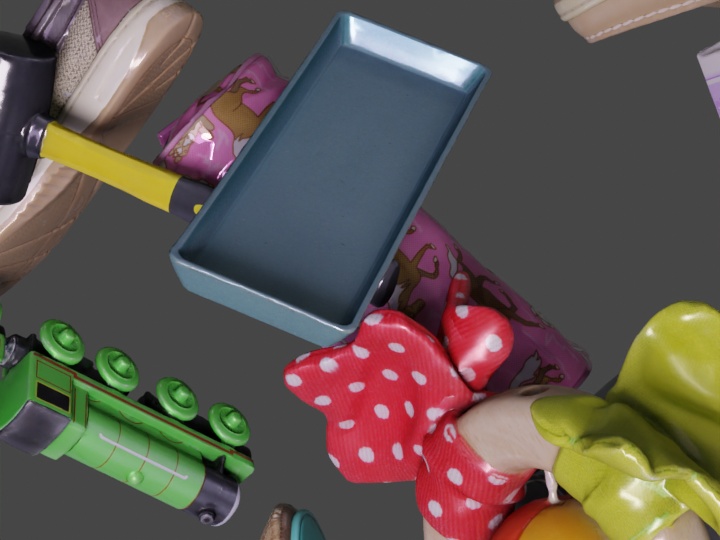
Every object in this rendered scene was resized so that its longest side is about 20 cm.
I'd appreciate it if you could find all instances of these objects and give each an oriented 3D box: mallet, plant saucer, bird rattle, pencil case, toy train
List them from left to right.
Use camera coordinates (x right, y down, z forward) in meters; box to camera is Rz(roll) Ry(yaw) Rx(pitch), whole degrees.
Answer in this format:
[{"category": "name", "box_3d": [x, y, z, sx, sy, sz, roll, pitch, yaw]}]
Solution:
[{"category": "toy train", "box_3d": [-0.126, 0.054, 0.926, 0.199, 0.057, 0.042, 29, 123, -28]}, {"category": "mallet", "box_3d": [-0.080, -0.023, 0.848, 0.199, 0.041, 0.066, 30, 111, 15]}, {"category": "plant saucer", "box_3d": [-0.008, -0.038, 0.829, 0.070, 0.200, 0.019, 22, 127, 5]}, {"category": "pencil case", "box_3d": [0.000, 0.000, 0.900, 0.200, 0.083, 0.087, 43, 130, -4]}, {"category": "bird rattle", "box_3d": [0.062, 0.089, 0.777, 0.199, 0.112, 0.164, -2, 100, 40]}]

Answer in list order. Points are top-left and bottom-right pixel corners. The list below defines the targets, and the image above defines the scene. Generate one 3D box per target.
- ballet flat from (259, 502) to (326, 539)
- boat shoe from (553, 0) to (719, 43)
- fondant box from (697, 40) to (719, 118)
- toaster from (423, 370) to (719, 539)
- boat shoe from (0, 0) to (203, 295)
[{"category": "ballet flat", "box_3d": [-0.026, 0.201, 0.988, 0.065, 0.071, 0.201, -12, 104, 22]}, {"category": "boat shoe", "box_3d": [0.172, -0.116, 0.825, 0.199, 0.072, 0.065, -18, 103, 14]}, {"category": "fondant box", "box_3d": [0.236, -0.046, 0.761, 0.199, 0.058, 0.145, -21, 92, -6]}, {"category": "toaster", "box_3d": [0.110, 0.173, 0.916, 0.200, 0.119, 0.181, 46, 114, -5]}, {"category": "boat shoe", "box_3d": [-0.144, -0.053, 0.930, 0.065, 0.072, 0.200, 46, 118, 9]}]
